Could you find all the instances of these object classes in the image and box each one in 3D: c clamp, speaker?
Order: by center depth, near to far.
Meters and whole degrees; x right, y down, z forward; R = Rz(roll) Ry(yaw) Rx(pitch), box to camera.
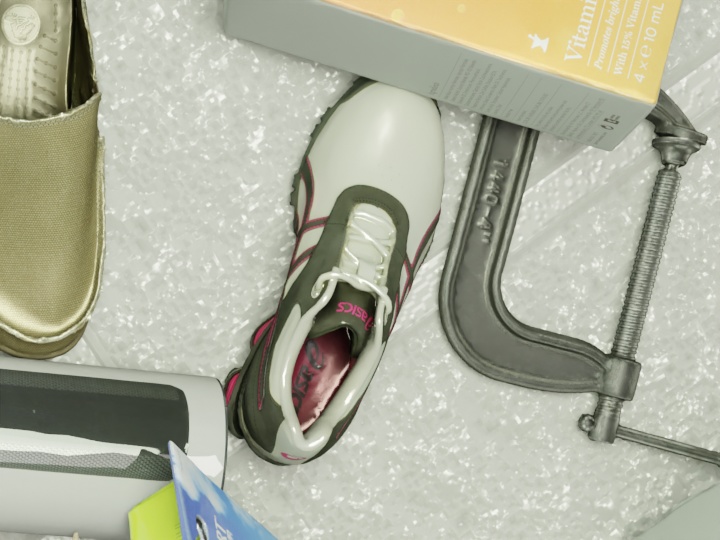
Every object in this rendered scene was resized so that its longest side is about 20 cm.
[{"bbox_3d":[-0.165,0.079,0.871,0.198,0.081,0.082,7,91,-16],"label":"speaker"},{"bbox_3d":[0.125,-0.009,0.984,0.169,0.027,0.202,9,92,-12],"label":"c clamp"}]

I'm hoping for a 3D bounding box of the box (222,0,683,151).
[{"bbox_3d":[0.048,-0.150,0.883,0.198,0.097,0.125,16,80,-2],"label":"box"}]

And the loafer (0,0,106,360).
[{"bbox_3d":[-0.154,-0.058,0.872,0.075,0.067,0.202,-6,95,-16],"label":"loafer"}]

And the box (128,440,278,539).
[{"bbox_3d":[-0.036,0.178,0.847,0.047,0.122,0.200,-31,130,14],"label":"box"}]

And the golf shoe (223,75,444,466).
[{"bbox_3d":[0.000,0.000,0.913,0.077,0.088,0.202,20,86,-15],"label":"golf shoe"}]

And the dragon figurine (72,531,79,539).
[{"bbox_3d":[-0.093,0.214,0.897,0.200,0.099,0.059,48,68,-10],"label":"dragon figurine"}]

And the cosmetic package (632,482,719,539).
[{"bbox_3d":[0.216,0.222,0.909,0.164,0.165,0.201,22,55,-17],"label":"cosmetic package"}]
